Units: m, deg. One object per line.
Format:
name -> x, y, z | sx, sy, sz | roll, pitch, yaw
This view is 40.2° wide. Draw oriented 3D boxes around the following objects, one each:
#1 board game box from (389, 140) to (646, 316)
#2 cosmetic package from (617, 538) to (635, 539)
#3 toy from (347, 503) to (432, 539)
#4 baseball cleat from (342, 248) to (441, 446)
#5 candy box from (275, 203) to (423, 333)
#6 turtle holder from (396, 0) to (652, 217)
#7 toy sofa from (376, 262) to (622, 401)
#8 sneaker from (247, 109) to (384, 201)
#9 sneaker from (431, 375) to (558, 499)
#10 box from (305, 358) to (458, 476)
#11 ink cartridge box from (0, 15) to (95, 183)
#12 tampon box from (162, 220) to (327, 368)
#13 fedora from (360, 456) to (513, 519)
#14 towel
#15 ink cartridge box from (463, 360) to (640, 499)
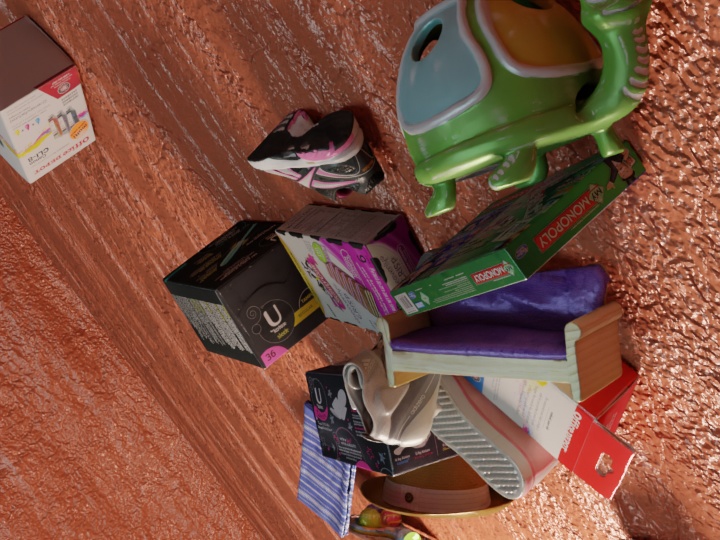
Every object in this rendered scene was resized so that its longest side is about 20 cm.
board game box -> 0.114, -0.027, 0.766 | 0.029, 0.134, 0.200 | 53, 158, -5
cosmetic package -> 0.339, 0.386, 1.039 | 0.200, 0.081, 0.113 | 54, 155, -4
toy -> 0.039, 0.429, 1.682 | 0.200, 0.115, 0.047 | 12, 96, 61
baseball cleat -> 0.042, 0.070, 0.961 | 0.106, 0.201, 0.070 | 13, 169, -30
candy box -> 0.000, 0.000, 1.117 | 0.200, 0.061, 0.137 | 12, 136, 57
turtle holder -> 0.098, -0.123, 0.651 | 0.185, 0.141, 0.132 | 159, 93, -77
toy sofa -> 0.115, 0.049, 0.840 | 0.200, 0.083, 0.098 | 0, 100, 39
sneaker -> -0.047, -0.109, 1.027 | 0.086, 0.080, 0.200 | 50, 166, -26
sneaker -> 0.132, 0.140, 1.029 | 0.200, 0.104, 0.075 | 45, 141, 28
box -> 0.038, 0.159, 1.166 | 0.200, 0.132, 0.115 | -6, 96, 65
ink cartridge box -> -0.547, -0.277, 1.617 | 0.145, 0.145, 0.200 | 43, 157, 18
tampon box -> -0.143, 0.027, 1.310 | 0.200, 0.150, 0.126 | 7, 131, 59
fedora -> 0.096, 0.253, 1.240 | 0.200, 0.200, 0.082 | 3, 92, 61
towel -> -0.061, 0.335, 1.674 | 0.145, 0.024, 0.201 | 27, 118, 46
ink cartridge box -> 0.185, 0.108, 0.924 | 0.200, 0.067, 0.116 | 41, 155, 25
